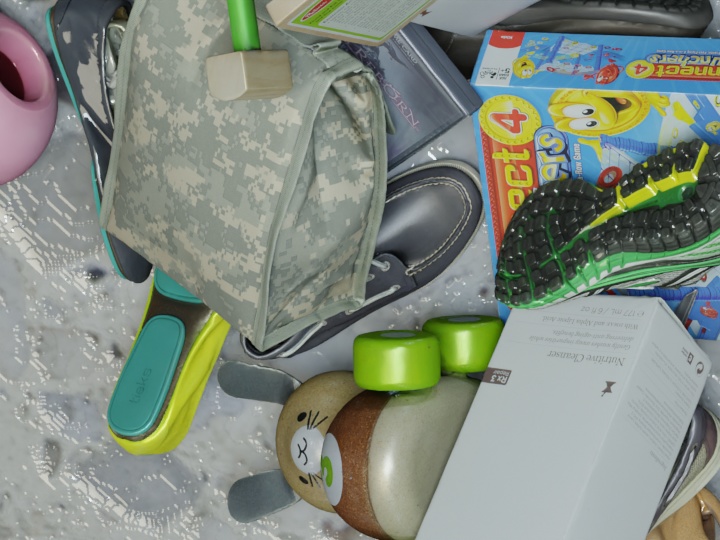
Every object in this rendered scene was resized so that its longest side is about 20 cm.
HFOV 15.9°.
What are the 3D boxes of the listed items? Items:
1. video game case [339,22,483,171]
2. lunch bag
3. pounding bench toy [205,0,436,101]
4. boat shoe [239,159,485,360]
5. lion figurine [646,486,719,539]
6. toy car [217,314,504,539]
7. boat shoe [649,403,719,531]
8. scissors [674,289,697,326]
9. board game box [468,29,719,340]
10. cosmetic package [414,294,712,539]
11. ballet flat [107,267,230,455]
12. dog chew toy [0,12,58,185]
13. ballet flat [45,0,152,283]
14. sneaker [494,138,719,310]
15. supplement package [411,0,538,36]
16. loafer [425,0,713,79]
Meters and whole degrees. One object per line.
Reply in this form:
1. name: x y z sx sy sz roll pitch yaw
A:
1. video game case: -0.010 -0.129 1.604 0.143 0.019 0.200 51 157 -4
2. lunch bag: -0.067 -0.085 1.594 0.164 0.117 0.201 35 131 31
3. pounding bench toy: -0.036 -0.208 1.435 0.200 0.124 0.157 -37 74 23
4. boat shoe: 0.000 0.000 1.690 0.200 0.063 0.073 -34 96 24
5. lion figurine: 0.175 0.177 1.676 0.199 0.072 0.123 -16 72 22
6. toy car: -0.014 0.114 1.656 0.199 0.157 0.166 3 97 34
7. boat shoe: 0.149 0.157 1.618 0.200 0.065 0.072 -46 60 1
8. scissors: 0.183 0.084 1.656 0.073 0.014 0.200 41 133 -2
9. board game box: 0.175 -0.049 1.584 0.194 0.056 0.201 3 132 16
10. cosmetic package: 0.122 0.118 1.562 0.112 0.201 0.081 2 149 40
11. ballet flat: -0.111 0.032 1.725 0.067 0.067 0.201 16 78 32
12. dog chew toy: -0.297 -0.094 1.723 0.199 0.125 0.125 -28 99 31
13. ballet flat: -0.152 -0.090 1.705 0.073 0.073 0.201 -10 103 20
14. sneaker: 0.161 -0.011 1.533 0.199 0.079 0.085 -15 146 42
15. supplement package: 0.054 -0.257 1.524 0.116 0.117 0.201 -25 78 22
16. loafer: 0.125 -0.146 1.605 0.199 0.073 0.072 2 116 24
